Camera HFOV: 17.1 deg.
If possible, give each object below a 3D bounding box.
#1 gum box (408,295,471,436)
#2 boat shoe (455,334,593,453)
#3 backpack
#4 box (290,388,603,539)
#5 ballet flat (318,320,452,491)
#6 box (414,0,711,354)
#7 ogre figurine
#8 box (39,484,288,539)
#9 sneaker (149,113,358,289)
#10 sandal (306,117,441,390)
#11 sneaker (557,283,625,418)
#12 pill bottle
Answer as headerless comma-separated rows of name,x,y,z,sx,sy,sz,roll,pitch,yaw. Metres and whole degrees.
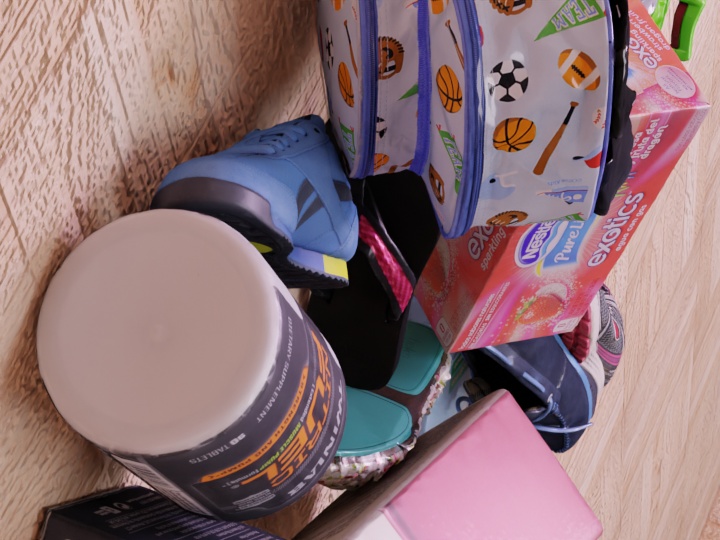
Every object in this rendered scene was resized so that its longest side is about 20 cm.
gum box,0.050,0.095,1.609,0.170,0.044,0.201,-51,153,-52
boat shoe,0.089,0.067,1.523,0.069,0.084,0.200,-62,144,-23
backpack,0.056,-0.115,1.134,0.201,0.153,0.191,83,-11,-47
box,0.028,0.174,1.371,0.128,0.109,0.200,-34,-178,38
ballet flat,0.003,0.092,1.402,0.200,0.075,0.064,-38,151,-60
box,0.099,-0.057,1.357,0.094,0.103,0.200,-9,145,-31
ogre figurine,0.179,-0.155,1.683,0.200,0.098,0.120,-7,126,-61
box,-0.055,0.203,1.089,0.107,0.199,0.149,-7,114,-73
sneaker,-0.048,-0.041,1.114,0.200,0.066,0.079,27,67,-73
sandal,0.000,0.000,1.287,0.045,0.075,0.201,-57,161,-44
sneaker,0.133,0.025,1.578,0.075,0.080,0.200,-56,161,-19
pill bottle,-0.065,0.050,1.061,0.200,0.106,0.107,56,54,-71
